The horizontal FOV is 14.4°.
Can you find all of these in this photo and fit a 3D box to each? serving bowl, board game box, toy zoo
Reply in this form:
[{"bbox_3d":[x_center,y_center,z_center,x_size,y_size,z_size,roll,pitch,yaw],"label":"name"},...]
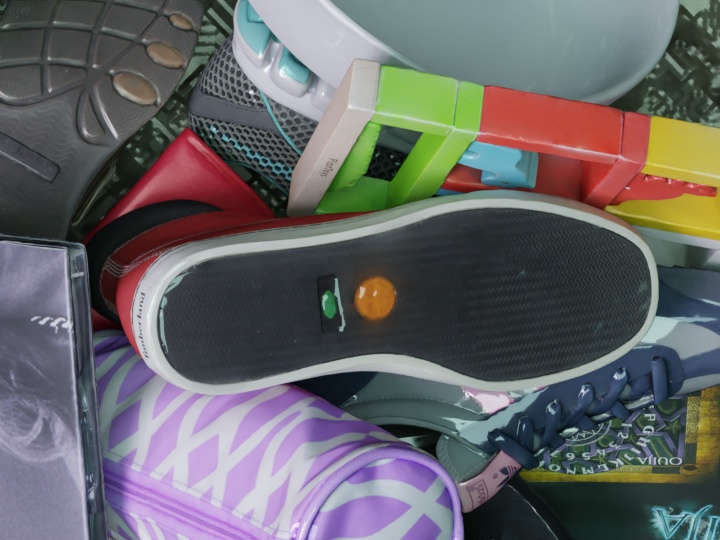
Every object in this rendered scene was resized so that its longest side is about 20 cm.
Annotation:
[{"bbox_3d":[0.022,-0.128,1.099,0.200,0.200,0.066,35,136,-8],"label":"serving bowl"},{"bbox_3d":[0.114,0.059,1.167,0.199,0.028,0.136,8,125,-4],"label":"board game box"},{"bbox_3d":[0.081,-0.029,1.055,0.199,0.131,0.021,10,73,-8],"label":"toy zoo"}]

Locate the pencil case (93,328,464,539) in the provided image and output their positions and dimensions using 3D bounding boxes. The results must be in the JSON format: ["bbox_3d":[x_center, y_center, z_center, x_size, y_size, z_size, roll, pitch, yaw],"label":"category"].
[{"bbox_3d":[-0.051,0.077,1.039,0.085,0.200,0.084,3,98,-41],"label":"pencil case"}]

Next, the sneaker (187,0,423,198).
[{"bbox_3d":[0.017,-0.045,1.157,0.200,0.078,0.091,30,135,-21],"label":"sneaker"}]

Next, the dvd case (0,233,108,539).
[{"bbox_3d":[-0.178,0.054,1.064,0.199,0.016,0.149,7,107,34],"label":"dvd case"}]

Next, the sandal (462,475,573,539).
[{"bbox_3d":[-0.007,0.091,1.154,0.200,0.048,0.076,28,127,11],"label":"sandal"}]

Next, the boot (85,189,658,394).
[{"bbox_3d":[0.000,0.000,1.065,0.199,0.144,0.073,-3,99,-17],"label":"boot"}]

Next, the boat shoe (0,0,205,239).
[{"bbox_3d":[-0.129,-0.053,1.124,0.076,0.072,0.200,35,64,-7],"label":"boat shoe"}]

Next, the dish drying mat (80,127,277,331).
[{"bbox_3d":[-0.109,0.042,1.125,0.200,0.018,0.077,-48,112,-3],"label":"dish drying mat"}]

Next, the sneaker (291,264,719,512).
[{"bbox_3d":[0.063,0.054,1.090,0.199,0.082,0.070,-11,141,10],"label":"sneaker"}]
